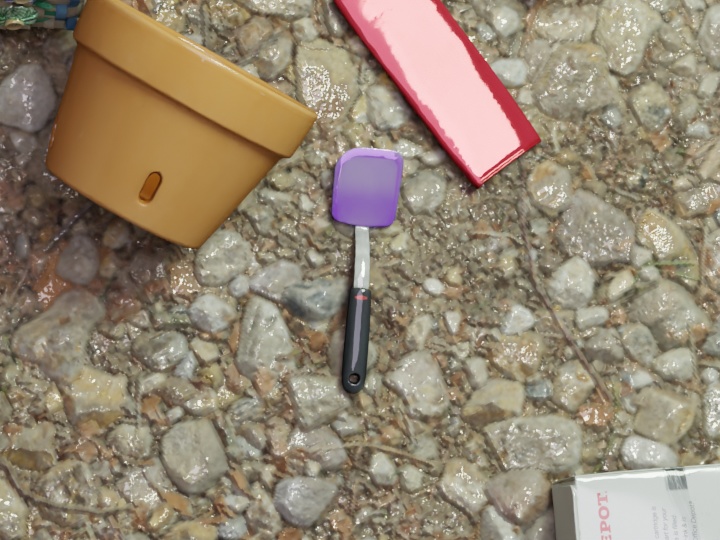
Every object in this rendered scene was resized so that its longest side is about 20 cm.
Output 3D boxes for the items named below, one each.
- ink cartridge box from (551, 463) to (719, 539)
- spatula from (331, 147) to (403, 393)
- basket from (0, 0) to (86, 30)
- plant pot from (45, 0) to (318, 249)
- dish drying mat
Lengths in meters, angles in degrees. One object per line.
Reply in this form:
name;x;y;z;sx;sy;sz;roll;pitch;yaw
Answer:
ink cartridge box;0.260;0.230;1.665;0.199;0.084;0.147;-3;81;-9
spatula;0.000;0.000;1.693;0.056;0.021;0.201;6;81;-10
basket;-0.295;-0.270;1.613;0.199;0.176;0.140;17;69;-9
plant pot;-0.152;-0.110;1.612;0.200;0.200;0.140;30;95;-3
dish drying mat;0.064;-0.167;1.733;0.077;0.018;0.200;-36;87;-13
